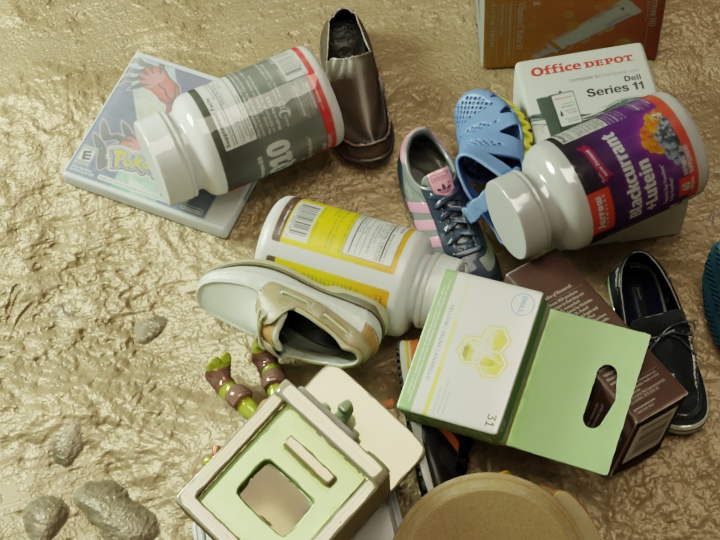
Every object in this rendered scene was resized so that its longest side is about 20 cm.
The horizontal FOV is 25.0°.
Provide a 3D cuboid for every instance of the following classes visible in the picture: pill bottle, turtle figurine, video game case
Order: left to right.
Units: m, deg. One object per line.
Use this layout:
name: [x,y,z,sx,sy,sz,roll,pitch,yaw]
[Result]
video game case: [-0.198,-0.141,1.787,0.199,0.023,0.183,19,62,14]
pill bottle: [-0.128,-0.149,1.710,0.199,0.114,0.114,-24,61,-11]
turtle figurine: [-0.076,0.141,1.589,0.199,0.065,0.162,-29,54,-4]
pill bottle: [0.000,0.000,1.641,0.199,0.109,0.110,17,62,13]
pill bottle: [0.227,-0.087,1.580,0.199,0.112,0.112,-24,61,-12]

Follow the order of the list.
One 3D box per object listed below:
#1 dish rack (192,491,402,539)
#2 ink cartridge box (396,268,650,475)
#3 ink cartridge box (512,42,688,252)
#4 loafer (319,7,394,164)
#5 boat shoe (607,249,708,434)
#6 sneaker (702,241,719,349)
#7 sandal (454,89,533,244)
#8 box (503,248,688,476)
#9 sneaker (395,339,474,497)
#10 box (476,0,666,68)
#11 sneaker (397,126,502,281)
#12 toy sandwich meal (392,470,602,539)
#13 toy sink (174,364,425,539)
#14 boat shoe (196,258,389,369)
dish rack: [-0.053,0.267,1.525,0.199,0.044,0.172,-12,59,-4]
ink cartridge box: [0.151,0.092,1.504,0.199,0.048,0.146,14,73,23]
ink cartridge box: [0.250,-0.132,1.718,0.146,0.083,0.201,-10,59,-3]
loafer: [-0.012,-0.206,1.785,0.073,0.071,0.201,-13,60,-4]
boat shoe: [0.294,0.068,1.611,0.074,0.062,0.201,-10,61,-5]
sneaker: [0.402,0.058,1.600,0.080,0.077,0.201,-15,65,-15]
sandal: [0.133,-0.110,1.670,0.087,0.080,0.201,14,44,-36]
box: [0.216,0.087,1.575,0.075,0.100,0.200,-24,59,-26]
sneaker: [0.090,0.148,1.570,0.090,0.070,0.201,-11,57,1]
box: [0.230,-0.303,1.798,0.199,0.125,0.098,-4,59,2]
sneaker: [0.087,-0.060,1.686,0.070,0.082,0.201,-23,61,-10]
toy sandwich meal: [0.122,0.273,1.483,0.204,0.070,0.206,0,87,1]
toy sink: [-0.049,0.182,1.459,0.130,0.112,0.200,42,78,13]
boat shoe: [-0.075,0.044,1.589,0.199,0.075,0.068,11,37,17]
